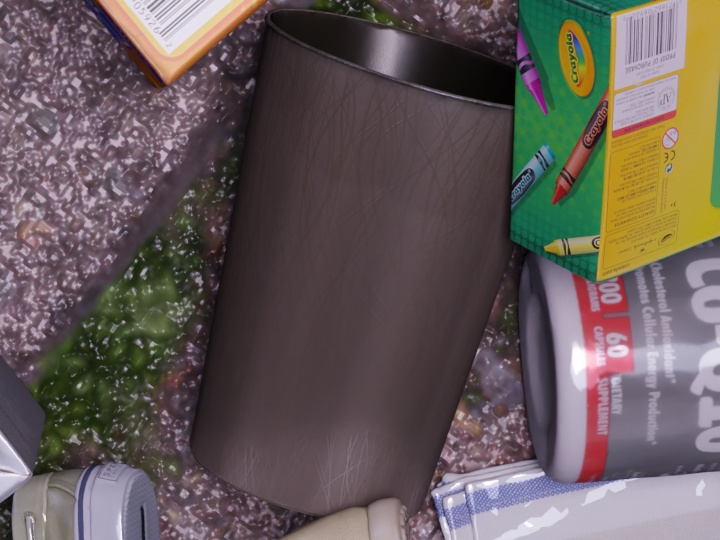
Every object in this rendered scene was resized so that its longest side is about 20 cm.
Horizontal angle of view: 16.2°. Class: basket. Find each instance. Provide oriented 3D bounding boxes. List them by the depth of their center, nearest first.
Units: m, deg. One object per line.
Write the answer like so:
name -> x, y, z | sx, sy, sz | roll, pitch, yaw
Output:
basket -> 0.000, 0.000, 1.136 | 0.135, 0.180, 0.202 | 11, 102, -16

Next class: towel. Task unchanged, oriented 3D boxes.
towel -> 0.121, 0.182, 1.223 | 0.146, 0.024, 0.202 | -12, 97, -7

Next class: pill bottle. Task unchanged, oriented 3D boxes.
pill bottle -> 0.179, 0.035, 1.173 | 0.198, 0.114, 0.115 | -5, 94, -5

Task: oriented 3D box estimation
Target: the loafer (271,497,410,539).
loafer -> -0.013, 0.181, 1.135 | 0.068, 0.076, 0.201 | 3, 125, 0

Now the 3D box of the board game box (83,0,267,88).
board game box -> -0.075, -0.219, 1.086 | 0.200, 0.200, 0.200 | -40, 97, -2

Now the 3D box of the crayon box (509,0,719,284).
crayon box -> 0.156, -0.083, 1.074 | 0.199, 0.058, 0.120 | -20, 123, -34

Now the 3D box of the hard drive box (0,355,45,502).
hard drive box -> -0.220, 0.093, 1.093 | 0.156, 0.200, 0.077 | -38, 96, -3

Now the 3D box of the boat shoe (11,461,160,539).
boat shoe -> -0.124, 0.188, 1.162 | 0.062, 0.072, 0.202 | -1, 89, 18
